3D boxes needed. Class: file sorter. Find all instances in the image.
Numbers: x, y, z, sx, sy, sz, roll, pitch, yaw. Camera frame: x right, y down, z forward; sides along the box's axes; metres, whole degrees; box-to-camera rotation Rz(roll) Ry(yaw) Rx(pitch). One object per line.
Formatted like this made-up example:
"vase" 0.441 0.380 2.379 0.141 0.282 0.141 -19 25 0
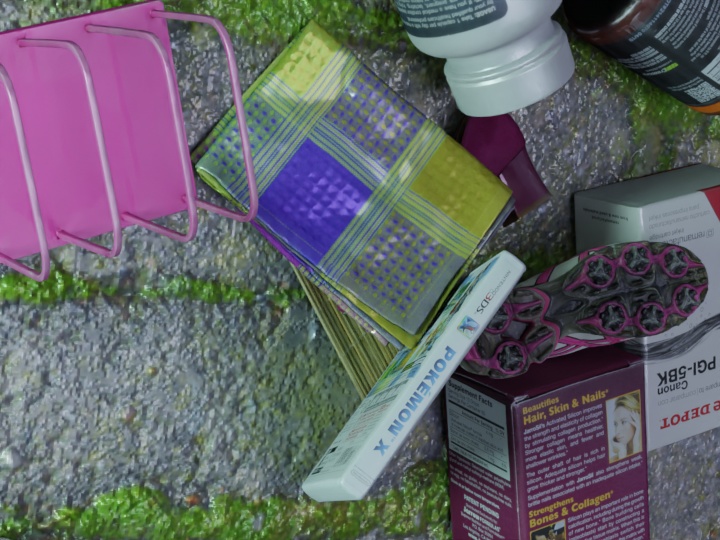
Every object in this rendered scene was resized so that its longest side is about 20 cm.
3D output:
"file sorter" -0.176 -0.073 0.944 0.198 0.125 0.141 -18 109 -28

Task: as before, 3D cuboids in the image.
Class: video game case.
"video game case" 0.031 0.078 1.059 0.022 0.200 0.183 37 78 -1

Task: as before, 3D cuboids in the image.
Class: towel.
"towel" -0.001 -0.059 1.067 0.200 0.023 0.144 41 77 -3

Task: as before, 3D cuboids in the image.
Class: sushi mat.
"sushi mat" 0.000 0.000 1.138 0.095 0.012 0.201 -37 118 -21

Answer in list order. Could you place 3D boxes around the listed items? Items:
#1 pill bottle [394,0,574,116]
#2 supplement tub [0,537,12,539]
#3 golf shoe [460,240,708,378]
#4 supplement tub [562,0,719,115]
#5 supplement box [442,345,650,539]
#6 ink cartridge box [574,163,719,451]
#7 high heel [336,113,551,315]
"pill bottle" 0.075 -0.215 1.076 0.119 0.119 0.201 -33 116 -22
"supplement tub" -0.212 0.259 0.949 0.143 0.199 0.146 -8 105 -31
"golf shoe" 0.159 0.025 1.165 0.198 0.092 0.073 -15 91 -7
"supplement tub" 0.256 -0.188 1.204 0.199 0.107 0.108 25 87 -34
"supplement box" 0.145 0.165 1.211 0.130 0.103 0.202 -13 108 -29
"ink cartridge box" 0.255 0.028 1.263 0.146 0.083 0.202 -14 107 -30
"high heel" 0.044 -0.048 1.130 0.199 0.067 0.097 -33 90 -30
